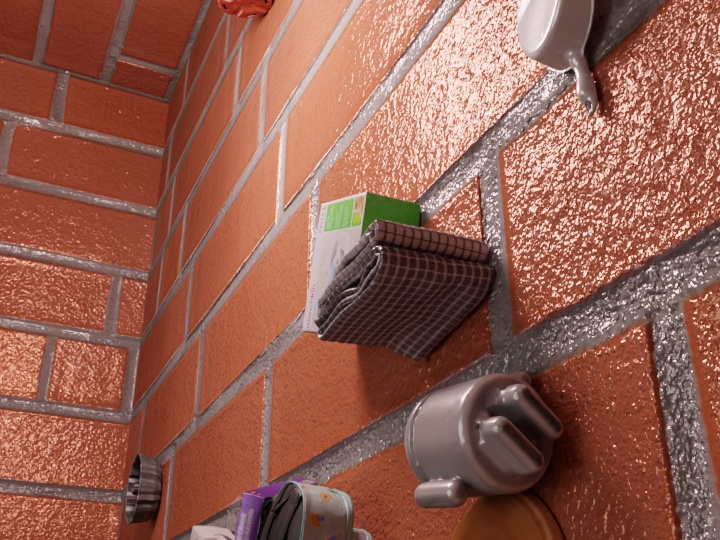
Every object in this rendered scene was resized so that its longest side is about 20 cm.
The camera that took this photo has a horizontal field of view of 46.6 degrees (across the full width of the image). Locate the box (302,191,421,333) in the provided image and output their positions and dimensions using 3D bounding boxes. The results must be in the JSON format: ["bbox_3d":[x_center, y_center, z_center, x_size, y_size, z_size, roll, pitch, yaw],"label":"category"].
[{"bbox_3d":[0.000,0.000,1.236,0.176,0.095,0.205,-1,79,65],"label":"box"}]

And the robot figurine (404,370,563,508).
[{"bbox_3d":[0.117,0.170,0.851,0.170,0.113,0.199,-46,7,-30],"label":"robot figurine"}]

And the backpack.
[{"bbox_3d":[-0.066,0.392,1.129,0.176,0.150,0.205,147,129,-67],"label":"backpack"}]

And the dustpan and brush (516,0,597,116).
[{"bbox_3d":[0.221,-0.249,0.898,0.140,0.056,0.204,116,162,-56],"label":"dustpan and brush"}]

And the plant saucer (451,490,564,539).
[{"bbox_3d":[0.136,0.319,0.834,0.199,0.037,0.205,-168,90,-68],"label":"plant saucer"}]

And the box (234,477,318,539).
[{"bbox_3d":[-0.129,0.396,1.263,0.200,0.038,0.140,21,-102,-69],"label":"box"}]

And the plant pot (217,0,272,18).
[{"bbox_3d":[-0.313,-0.809,2.260,0.200,0.197,0.200,152,117,-61],"label":"plant pot"}]

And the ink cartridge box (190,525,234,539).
[{"bbox_3d":[-0.283,0.598,1.634,0.199,0.083,0.149,174,106,-68],"label":"ink cartridge box"}]

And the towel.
[{"bbox_3d":[0.048,0.031,1.021,0.201,0.162,0.087,-52,40,47],"label":"towel"}]

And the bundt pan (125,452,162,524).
[{"bbox_3d":[-0.630,0.641,2.445,0.201,0.074,0.207,-167,90,-68],"label":"bundt pan"}]
